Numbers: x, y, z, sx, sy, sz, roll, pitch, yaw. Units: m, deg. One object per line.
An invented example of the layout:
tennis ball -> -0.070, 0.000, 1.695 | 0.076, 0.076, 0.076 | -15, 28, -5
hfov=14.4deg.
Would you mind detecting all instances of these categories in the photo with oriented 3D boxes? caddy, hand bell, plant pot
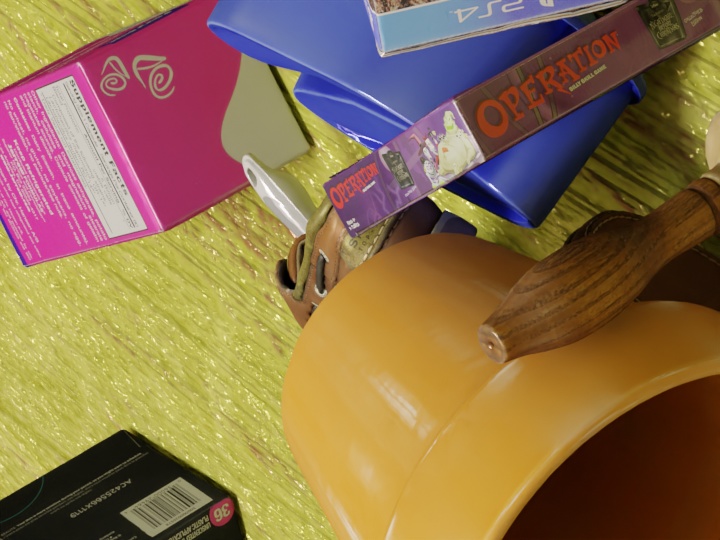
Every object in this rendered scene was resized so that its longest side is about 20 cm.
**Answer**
caddy -> 0.032, -0.105, 1.221 | 0.200, 0.105, 0.141 | 29, 175, 45
hand bell -> 0.122, -0.022, 1.056 | 0.104, 0.200, 0.104 | 41, 148, 33
plant pot -> 0.066, 0.081, 1.138 | 0.183, 0.200, 0.200 | 40, 148, 46

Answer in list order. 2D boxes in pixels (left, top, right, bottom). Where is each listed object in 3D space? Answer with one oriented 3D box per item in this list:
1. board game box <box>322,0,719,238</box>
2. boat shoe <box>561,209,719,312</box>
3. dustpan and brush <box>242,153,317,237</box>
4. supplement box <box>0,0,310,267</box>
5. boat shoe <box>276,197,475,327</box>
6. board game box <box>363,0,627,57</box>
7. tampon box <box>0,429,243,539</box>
board game box -> 0.090, -0.079, 1.053 | 0.032, 0.200, 0.120 | 62, 153, -4
boat shoe -> 0.170, 0.033, 1.187 | 0.200, 0.072, 0.068 | 40, 145, 15
dustpan and brush -> 0.017, 0.011, 1.425 | 0.200, 0.057, 0.140 | 54, 153, 11
supplement box -> -0.129, -0.074, 1.544 | 0.200, 0.101, 0.103 | -9, 109, 61
boat shoe -> 0.000, 0.000, 1.299 | 0.068, 0.072, 0.200 | 30, 160, -1
board game box -> 0.027, -0.211, 1.068 | 0.160, 0.097, 0.200 | -103, 1, -56
tampon box -> -0.155, 0.237, 1.855 | 0.126, 0.150, 0.200 | 27, 140, 47
